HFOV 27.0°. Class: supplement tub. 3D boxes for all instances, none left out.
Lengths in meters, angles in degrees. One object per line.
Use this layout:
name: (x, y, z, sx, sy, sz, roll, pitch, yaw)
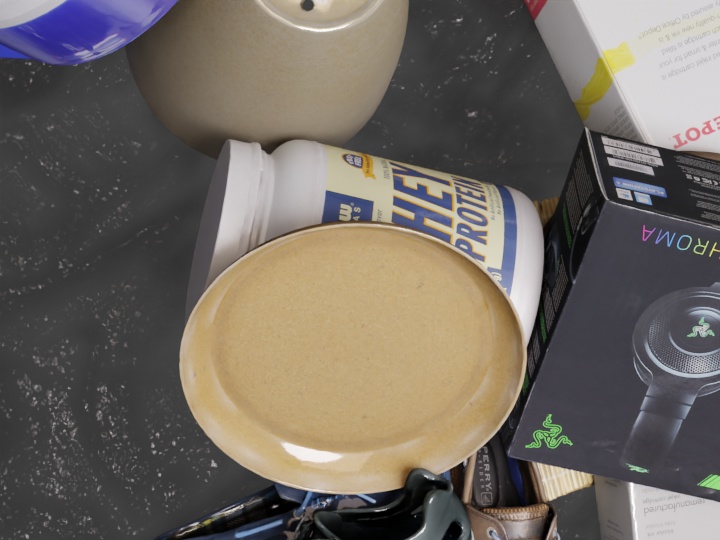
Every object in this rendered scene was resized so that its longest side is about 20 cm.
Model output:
supplement tub: (0.000, 0.000, 0.939, 0.198, 0.145, 0.146, 12, 84, -12)

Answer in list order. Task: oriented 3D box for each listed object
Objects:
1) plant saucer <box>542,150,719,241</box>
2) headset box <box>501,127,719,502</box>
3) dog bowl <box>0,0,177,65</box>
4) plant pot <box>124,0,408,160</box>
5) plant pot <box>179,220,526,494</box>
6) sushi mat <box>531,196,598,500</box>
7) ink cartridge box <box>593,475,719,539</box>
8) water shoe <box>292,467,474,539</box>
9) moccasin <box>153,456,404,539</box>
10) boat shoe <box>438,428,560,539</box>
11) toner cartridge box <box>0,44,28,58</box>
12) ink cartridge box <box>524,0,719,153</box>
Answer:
plant saucer: (0.205, 0.017, 0.973, 0.198, 0.030, 0.201, 0, 122, 0)
headset box: (0.189, 0.038, 0.915, 0.173, 0.093, 0.201, 13, 121, -7)
dog bowl: (-0.168, -0.222, 0.847, 0.079, 0.199, 0.202, 27, 78, -52)
plant pot: (-0.045, -0.167, 0.913, 0.186, 0.200, 0.189, 1, 87, -12)
plant pot: (-0.004, 0.049, 0.868, 0.198, 0.028, 0.201, -1, 127, -1)
sushi mat: (0.145, 0.050, 1.036, 0.095, 0.012, 0.202, -13, 89, -14)
ink cartridge box: (0.230, 0.221, 1.011, 0.115, 0.067, 0.202, -8, 93, -13)
water shoe: (-0.029, 0.181, 0.896, 0.199, 0.071, 0.079, -24, 115, -12)
moccasin: (-0.041, 0.150, 0.952, 0.199, 0.080, 0.069, -32, 101, -14)
boat shoe: (0.088, 0.172, 0.945, 0.072, 0.073, 0.201, -3, 60, -20)
toner cartridge box: (-0.244, -0.239, 0.954, 0.094, 0.043, 0.202, 0, 86, -14)
ink cartridge box: (0.209, -0.159, 1.013, 0.144, 0.083, 0.201, -22, 81, -14)
